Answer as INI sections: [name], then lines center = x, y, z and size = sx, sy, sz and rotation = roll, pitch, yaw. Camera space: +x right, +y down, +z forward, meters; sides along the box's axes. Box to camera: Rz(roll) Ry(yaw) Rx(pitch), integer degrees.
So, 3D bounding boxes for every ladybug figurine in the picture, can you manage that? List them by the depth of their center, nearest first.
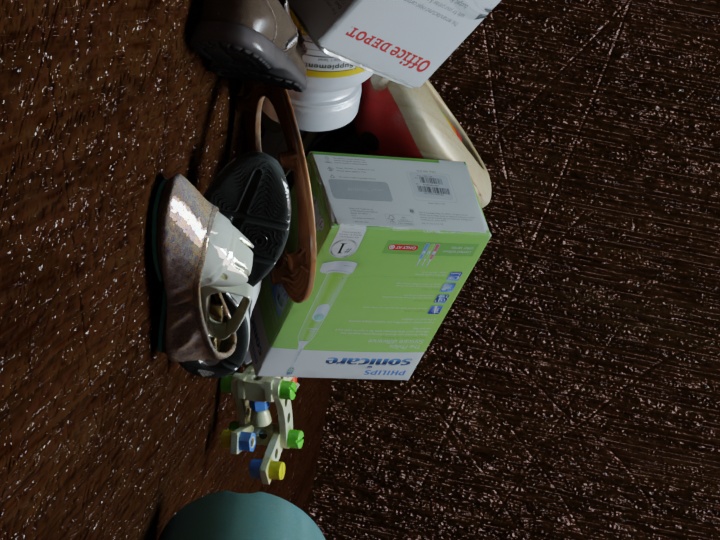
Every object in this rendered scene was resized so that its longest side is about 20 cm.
[ladybug figurine]
center = 0.046, -0.113, 1.810
size = 0.200, 0.072, 0.136
rotation = 48, 13, -50

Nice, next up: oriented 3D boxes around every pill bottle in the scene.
[pill bottle]
center = -0.031, -0.217, 1.679
size = 0.113, 0.112, 0.200
rotation = -75, 175, -52

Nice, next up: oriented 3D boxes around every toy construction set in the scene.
[toy construction set]
center = -0.083, 0.111, 2.057
size = 0.200, 0.092, 0.132
rotation = -81, 170, -71

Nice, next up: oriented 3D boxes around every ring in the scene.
[ring]
center = -0.070, -0.072, 1.656
size = 0.200, 0.019, 0.201
rotation = 169, -90, -77

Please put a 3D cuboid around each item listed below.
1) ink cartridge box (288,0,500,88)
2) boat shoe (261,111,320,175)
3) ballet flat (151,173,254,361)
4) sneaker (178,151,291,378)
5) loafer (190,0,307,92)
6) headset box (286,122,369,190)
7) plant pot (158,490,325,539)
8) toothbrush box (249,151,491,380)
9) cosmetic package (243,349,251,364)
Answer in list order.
[ink cartridge box]
center = 0.051, -0.242, 1.535
size = 0.200, 0.084, 0.146
rotation = -45, 150, 18
[boat shoe]
center = -0.055, -0.151, 1.831
size = 0.200, 0.068, 0.075
rotation = -55, -178, 34
[ballet flat]
center = -0.108, 0.000, 1.478
size = 0.200, 0.067, 0.068
rotation = 95, 6, -59
[sneaker]
center = -0.102, -0.027, 1.623
size = 0.116, 0.075, 0.201
rotation = -89, -166, -54
[loafer]
center = -0.070, -0.173, 1.495
size = 0.200, 0.073, 0.071
rotation = 45, 57, -86
[headset box]
center = -0.017, -0.099, 1.993
size = 0.148, 0.075, 0.200
rotation = -35, -173, 11
[plant pot]
center = -0.100, 0.291, 1.687
size = 0.196, 0.200, 0.201
rotation = -91, -171, -60
[toothbrush box]
center = 0.000, 0.000, 1.759
size = 0.200, 0.145, 0.086
rotation = 116, -33, -44
[cosmetic package]
center = -0.029, -0.004, 1.928
size = 0.200, 0.052, 0.151
rotation = -34, -171, 12
